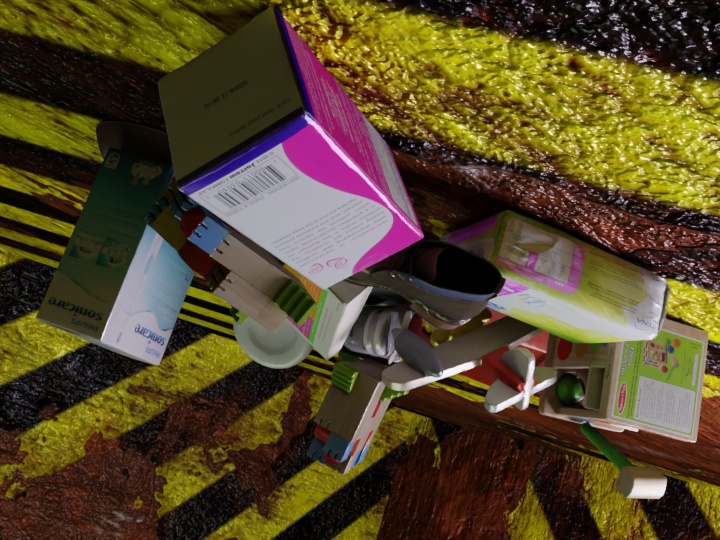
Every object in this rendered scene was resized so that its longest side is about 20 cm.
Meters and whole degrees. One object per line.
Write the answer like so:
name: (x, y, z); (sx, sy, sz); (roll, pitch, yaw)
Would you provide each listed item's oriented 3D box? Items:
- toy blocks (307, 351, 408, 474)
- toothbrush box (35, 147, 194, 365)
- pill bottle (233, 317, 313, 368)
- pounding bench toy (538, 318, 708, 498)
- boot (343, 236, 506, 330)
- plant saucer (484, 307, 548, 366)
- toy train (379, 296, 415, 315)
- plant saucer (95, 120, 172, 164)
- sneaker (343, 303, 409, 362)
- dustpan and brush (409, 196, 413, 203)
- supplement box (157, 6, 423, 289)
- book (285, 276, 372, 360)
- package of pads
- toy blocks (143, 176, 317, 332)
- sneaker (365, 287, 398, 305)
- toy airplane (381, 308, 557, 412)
toy blocks: (-0.012, 0.184, 0.957); (0.099, 0.138, 0.200); (26, -179, 14)
toothbrush box: (-0.253, -0.010, 0.868); (0.084, 0.202, 0.147); (15, 167, 14)
pill bottle: (-0.090, 0.044, 1.060); (0.111, 0.114, 0.200); (17, -160, 7)
pounding bench toy: (0.297, 0.159, 0.918); (0.123, 0.202, 0.156); (15, 168, -17)
boot: (0.036, -0.019, 0.694); (0.198, 0.075, 0.097); (28, 157, -12)
plant saucer: (0.219, 0.105, 1.201); (0.198, 0.037, 0.200); (18, 167, 7)
toy train: (0.062, 0.052, 1.099); (0.198, 0.086, 0.115); (18, 145, 22)
plant saucer: (-0.225, -0.114, 0.924); (0.198, 0.035, 0.200); (19, 167, 4)
sneaker: (0.013, 0.070, 0.978); (0.081, 0.076, 0.200); (10, 173, 13)
dustpan and brush: (-0.034, -0.076, 0.793); (0.138, 0.058, 0.200); (14, 162, -11)
supplement box: (-0.044, -0.078, 0.578); (0.100, 0.104, 0.200); (-26, 149, 15)
book: (-0.086, -0.005, 0.862); (0.200, 0.048, 0.134); (43, 144, 14)
package of pads: (0.188, 0.012, 0.784); (0.198, 0.069, 0.154); (21, 168, -13)
toy blocks: (-0.134, -0.030, 0.718); (0.136, 0.100, 0.200); (39, -175, -36)
sneaker: (0.000, 0.000, 0.927); (0.105, 0.076, 0.199); (1, 170, -35)
toy airplane: (0.133, 0.078, 0.903); (0.197, 0.143, 0.200); (-6, -164, 18)
